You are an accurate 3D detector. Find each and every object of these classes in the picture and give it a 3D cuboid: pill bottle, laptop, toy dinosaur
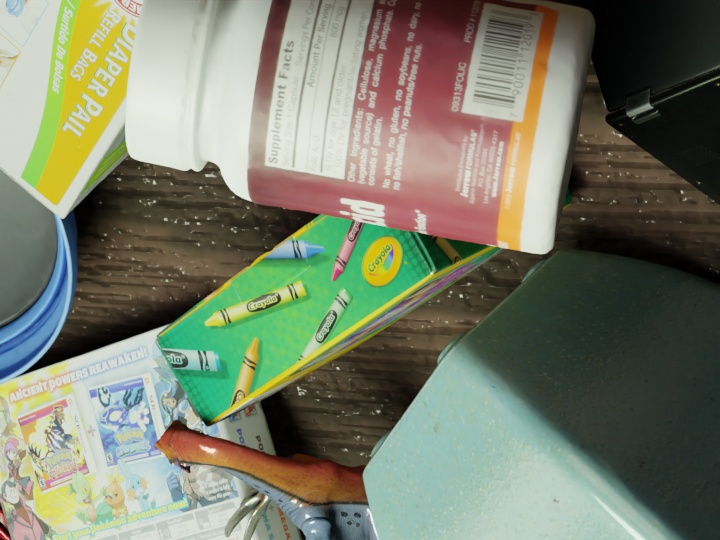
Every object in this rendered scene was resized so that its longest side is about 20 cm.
[{"bbox_3d":[0.000,-0.080,1.274,0.199,0.114,0.115,11,129,6],"label":"pill bottle"},{"bbox_3d":[0.205,-0.130,1.282,0.187,0.116,0.200,-21,138,41],"label":"laptop"},{"bbox_3d":[-0.017,0.115,1.496,0.182,0.200,0.105,51,173,-38],"label":"toy dinosaur"}]

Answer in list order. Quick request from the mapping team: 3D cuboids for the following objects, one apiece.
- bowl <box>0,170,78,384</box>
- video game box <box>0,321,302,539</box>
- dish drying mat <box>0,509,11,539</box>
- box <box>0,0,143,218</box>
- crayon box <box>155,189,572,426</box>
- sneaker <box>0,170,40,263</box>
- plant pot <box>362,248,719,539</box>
[{"bbox_3d":[-0.251,-0.021,1.543,0.199,0.039,0.202,5,125,7],"label":"bowl"},{"bbox_3d":[-0.128,0.133,1.625,0.199,0.047,0.183,-18,90,40],"label":"video game box"},{"bbox_3d":[-0.267,0.222,1.844,0.077,0.018,0.200,46,134,-6],"label":"dish drying mat"},{"bbox_3d":[-0.125,-0.141,1.416,0.101,0.113,0.200,39,133,1],"label":"box"},{"bbox_3d":[0.000,0.000,1.429,0.200,0.119,0.058,-35,84,43],"label":"crayon box"},{"bbox_3d":[-0.213,-0.008,1.608,0.095,0.079,0.201,22,134,3],"label":"sneaker"},{"bbox_3d":[0.122,0.107,1.396,0.200,0.196,0.197,43,135,9],"label":"plant pot"}]
